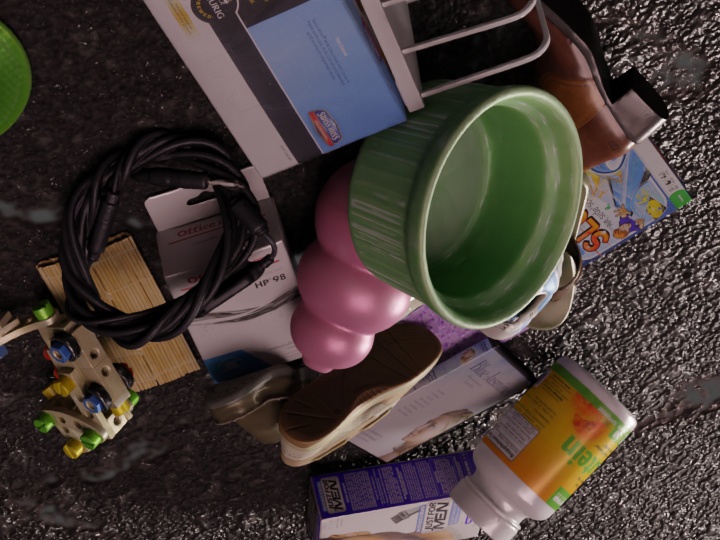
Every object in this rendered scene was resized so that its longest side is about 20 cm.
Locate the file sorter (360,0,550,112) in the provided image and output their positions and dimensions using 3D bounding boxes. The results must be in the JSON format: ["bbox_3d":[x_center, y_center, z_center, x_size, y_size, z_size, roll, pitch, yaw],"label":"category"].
[{"bbox_3d":[0.055,-0.250,1.018,0.124,0.139,0.200,-16,136,12],"label":"file sorter"}]

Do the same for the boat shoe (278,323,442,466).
[{"bbox_3d":[-0.002,0.122,1.338,0.200,0.072,0.065,-35,153,-31],"label":"boat shoe"}]

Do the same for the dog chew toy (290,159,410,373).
[{"bbox_3d":[0.000,0.000,1.231,0.125,0.125,0.200,18,103,-30],"label":"dog chew toy"}]

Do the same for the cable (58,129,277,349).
[{"bbox_3d":[-0.183,-0.025,1.183,0.200,0.051,0.163,-32,95,8],"label":"cable"}]

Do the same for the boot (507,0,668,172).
[{"bbox_3d":[0.137,-0.143,1.197,0.188,0.068,0.200,42,123,-18],"label":"boot"}]

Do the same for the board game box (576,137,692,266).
[{"bbox_3d":[0.214,-0.096,1.297,0.135,0.034,0.200,-33,133,17],"label":"board game box"}]

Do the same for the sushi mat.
[{"bbox_3d":[-0.231,0.047,1.316,0.096,0.012,0.200,-18,135,1],"label":"sushi mat"}]

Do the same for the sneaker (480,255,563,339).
[{"bbox_3d":[0.134,0.025,1.264,0.072,0.072,0.200,33,158,7],"label":"sneaker"}]

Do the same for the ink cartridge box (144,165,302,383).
[{"bbox_3d":[-0.117,0.008,1.274,0.116,0.067,0.200,-17,135,1],"label":"ink cartridge box"}]

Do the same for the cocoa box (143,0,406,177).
[{"bbox_3d":[-0.064,-0.198,1.041,0.131,0.133,0.200,-20,134,13],"label":"cocoa box"}]

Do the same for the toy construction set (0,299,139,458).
[{"bbox_3d":[-0.288,0.095,1.293,0.131,0.092,0.200,-1,140,40],"label":"toy construction set"}]

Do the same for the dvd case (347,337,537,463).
[{"bbox_3d":[0.083,0.143,1.471,0.200,0.018,0.143,-30,150,12],"label":"dvd case"}]

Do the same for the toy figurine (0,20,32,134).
[{"bbox_3d":[-0.347,-0.099,1.022,0.200,0.184,0.150,7,130,-22],"label":"toy figurine"}]

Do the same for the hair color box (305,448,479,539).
[{"bbox_3d":[0.041,0.273,1.567,0.200,0.065,0.109,-7,141,-11],"label":"hair color box"}]

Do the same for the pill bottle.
[{"bbox_3d":[0.194,0.200,1.480,0.200,0.111,0.111,-47,131,0],"label":"pill bottle"}]

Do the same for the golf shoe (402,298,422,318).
[{"bbox_3d":[0.053,0.014,1.321,0.200,0.075,0.092,-36,143,7],"label":"golf shoe"}]

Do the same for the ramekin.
[{"bbox_3d":[0.083,-0.061,1.111,0.200,0.098,0.200,-21,121,-40],"label":"ramekin"}]

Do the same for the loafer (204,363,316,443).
[{"bbox_3d":[-0.085,0.133,1.334,0.075,0.070,0.200,-20,173,21],"label":"loafer"}]

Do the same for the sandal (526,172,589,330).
[{"bbox_3d":[0.178,-0.013,1.301,0.080,0.057,0.201,-8,134,-9],"label":"sandal"}]

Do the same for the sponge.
[{"bbox_3d":[0.065,0.071,1.416,0.200,0.030,0.112,-32,133,13],"label":"sponge"}]
